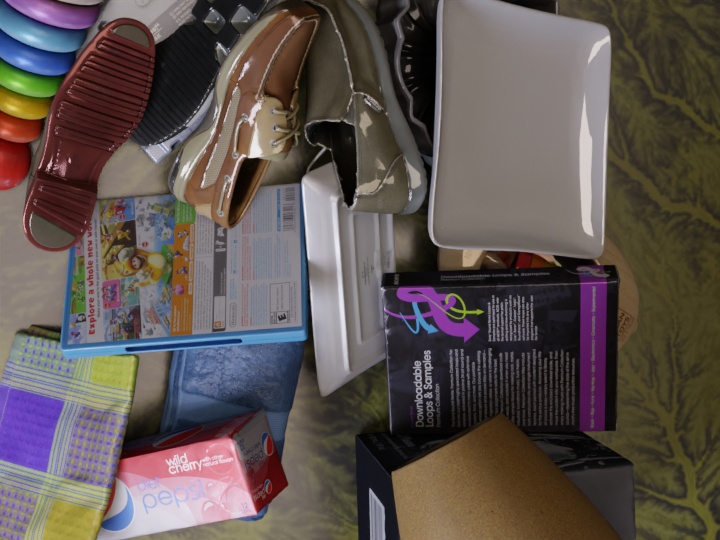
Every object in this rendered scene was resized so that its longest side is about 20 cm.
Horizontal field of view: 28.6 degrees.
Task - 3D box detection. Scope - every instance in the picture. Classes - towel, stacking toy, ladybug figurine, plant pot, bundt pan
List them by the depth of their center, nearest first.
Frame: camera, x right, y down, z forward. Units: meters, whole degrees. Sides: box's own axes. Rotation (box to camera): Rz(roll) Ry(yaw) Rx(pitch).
[{"bbox_3d":[0.108,0.212,1.009,0.185,0.186,0.202,-27,85,-7],"label":"plant pot"},{"bbox_3d":[-0.268,-0.154,1.134,0.084,0.086,0.202,18,112,-11],"label":"stacking toy"},{"bbox_3d":[-0.256,0.153,1.151,0.142,0.023,0.203,12,81,32],"label":"towel"},{"bbox_3d":[-0.110,0.105,1.190,0.110,0.049,0.203,14,100,12],"label":"towel"},{"bbox_3d":[0.084,-0.177,1.191,0.200,0.075,0.205,-1,92,-38],"label":"bundt pan"},{"bbox_3d":[0.155,0.010,1.246,0.198,0.072,0.137,29,90,-11],"label":"ladybug figurine"}]

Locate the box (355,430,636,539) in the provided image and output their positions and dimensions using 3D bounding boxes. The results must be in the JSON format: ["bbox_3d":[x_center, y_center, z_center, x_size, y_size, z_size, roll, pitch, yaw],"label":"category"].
[{"bbox_3d":[0.107,0.207,1.188,0.194,0.200,0.126,-2,95,-10],"label":"box"}]

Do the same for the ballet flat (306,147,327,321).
[{"bbox_3d":[-0.025,-0.056,1.215,0.065,0.071,0.202,25,81,-3],"label":"ballet flat"}]

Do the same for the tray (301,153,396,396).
[{"bbox_3d":[0.000,0.000,1.184,0.107,0.022,0.202,-29,125,-43],"label":"tray"}]

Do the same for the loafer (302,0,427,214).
[{"bbox_3d":[-0.012,-0.134,1.115,0.069,0.075,0.202,-17,76,-24],"label":"loafer"}]

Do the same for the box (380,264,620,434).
[{"bbox_3d":[0.119,0.069,1.199,0.197,0.036,0.145,-2,115,3],"label":"box"}]

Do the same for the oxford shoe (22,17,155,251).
[{"bbox_3d":[-0.226,-0.118,1.142,0.070,0.075,0.201,22,107,-25],"label":"oxford shoe"}]

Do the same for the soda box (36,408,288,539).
[{"bbox_3d":[-0.163,0.173,1.156,0.198,0.063,0.071,-15,97,25],"label":"soda box"}]

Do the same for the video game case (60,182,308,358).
[{"bbox_3d":[-0.142,-0.001,1.155,0.197,0.018,0.145,-4,59,4],"label":"video game case"}]

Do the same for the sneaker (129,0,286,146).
[{"bbox_3d":[-0.113,-0.175,1.150,0.200,0.088,0.074,-45,73,19],"label":"sneaker"}]

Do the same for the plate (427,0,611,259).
[{"bbox_3d":[0.128,-0.114,1.160,0.198,0.032,0.203,3,88,-38],"label":"plate"}]

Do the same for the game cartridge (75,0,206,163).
[{"bbox_3d":[-0.141,-0.206,1.194,0.200,0.042,0.133,-42,96,-5],"label":"game cartridge"}]

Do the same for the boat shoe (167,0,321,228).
[{"bbox_3d":[-0.079,-0.119,1.118,0.074,0.075,0.201,42,124,15],"label":"boat shoe"}]
